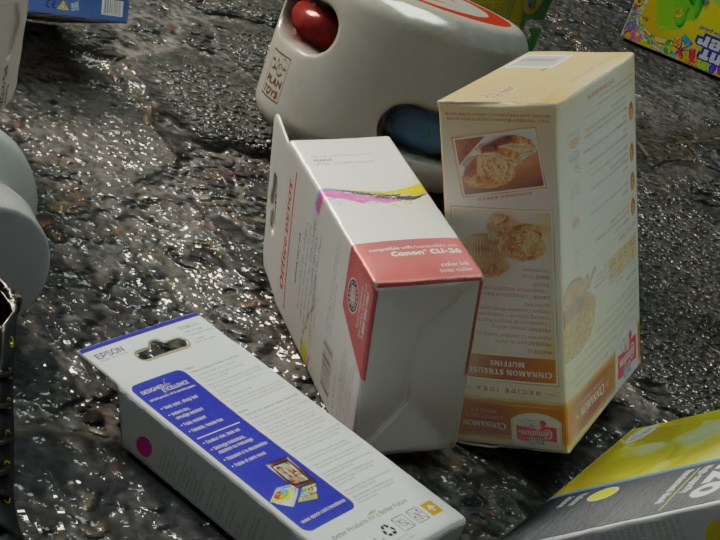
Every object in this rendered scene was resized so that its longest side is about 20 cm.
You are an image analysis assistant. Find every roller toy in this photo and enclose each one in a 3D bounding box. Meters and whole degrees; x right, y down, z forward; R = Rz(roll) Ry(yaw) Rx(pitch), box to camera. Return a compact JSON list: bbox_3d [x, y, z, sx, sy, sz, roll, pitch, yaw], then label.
[{"bbox_3d":[0.018,-0.141,1.242,0.199,0.141,0.182,25,15,13],"label":"roller toy"}]

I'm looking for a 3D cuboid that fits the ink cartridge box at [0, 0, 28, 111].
[{"bbox_3d":[-0.313,-0.173,1.037,0.199,0.145,0.085,21,43,1],"label":"ink cartridge box"}]

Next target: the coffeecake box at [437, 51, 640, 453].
[{"bbox_3d":[0.110,-0.016,0.991,0.073,0.202,0.153,4,18,24],"label":"coffeecake box"}]

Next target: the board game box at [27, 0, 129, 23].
[{"bbox_3d":[-0.282,-0.204,1.201,0.199,0.035,0.135,2,6,-34],"label":"board game box"}]

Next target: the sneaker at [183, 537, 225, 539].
[{"bbox_3d":[-0.019,0.171,0.698,0.200,0.070,0.099,34,27,24],"label":"sneaker"}]

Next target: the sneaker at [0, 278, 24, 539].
[{"bbox_3d":[-0.176,0.083,0.707,0.074,0.107,0.200,7,29,-27],"label":"sneaker"}]

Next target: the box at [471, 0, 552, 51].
[{"bbox_3d":[0.071,-0.241,1.497,0.199,0.118,0.048,12,28,-18],"label":"box"}]

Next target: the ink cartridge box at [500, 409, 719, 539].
[{"bbox_3d":[0.193,0.108,0.865,0.197,0.199,0.047,-22,91,-56],"label":"ink cartridge box"}]

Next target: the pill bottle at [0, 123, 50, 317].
[{"bbox_3d":[-0.241,-0.051,0.911,0.110,0.111,0.200,0,33,-36],"label":"pill bottle"}]

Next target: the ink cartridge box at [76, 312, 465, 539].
[{"bbox_3d":[-0.050,0.095,0.860,0.200,0.037,0.094,37,31,25],"label":"ink cartridge box"}]

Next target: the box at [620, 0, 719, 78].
[{"bbox_3d":[0.409,-0.311,1.794,0.199,0.194,0.122,23,26,5],"label":"box"}]

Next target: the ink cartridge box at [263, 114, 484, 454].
[{"bbox_3d":[0.000,0.000,0.974,0.067,0.117,0.200,-4,34,-19],"label":"ink cartridge box"}]
